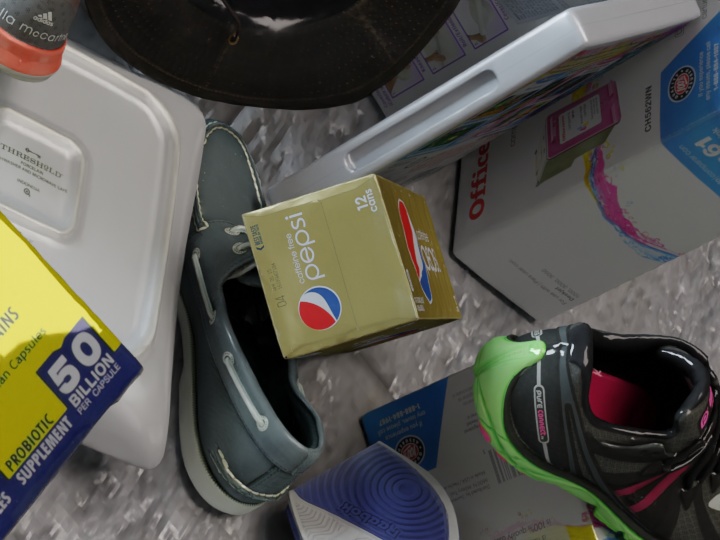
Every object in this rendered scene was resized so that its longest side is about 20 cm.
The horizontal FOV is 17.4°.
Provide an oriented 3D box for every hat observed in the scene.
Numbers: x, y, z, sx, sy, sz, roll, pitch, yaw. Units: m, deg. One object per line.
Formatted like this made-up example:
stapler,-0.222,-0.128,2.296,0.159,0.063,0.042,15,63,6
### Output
hat,-0.041,-0.168,1.083,0.200,0.201,0.081,27,23,-40

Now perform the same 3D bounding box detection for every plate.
plate,-0.150,-0.037,1.017,0.199,0.032,0.201,27,50,-30

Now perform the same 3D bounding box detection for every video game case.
video game case,0.066,-0.086,1.181,0.024,0.181,0.200,61,25,3

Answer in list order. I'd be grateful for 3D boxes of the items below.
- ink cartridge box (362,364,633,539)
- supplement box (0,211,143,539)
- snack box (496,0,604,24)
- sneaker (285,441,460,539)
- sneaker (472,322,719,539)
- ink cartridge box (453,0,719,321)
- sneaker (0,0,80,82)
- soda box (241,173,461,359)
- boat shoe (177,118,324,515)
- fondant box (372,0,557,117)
ink cartridge box,0.089,0.145,1.156,0.067,0.116,0.201,-5,74,-51
supplement box,-0.198,0.009,0.863,0.200,0.109,0.109,49,59,-20
snack box,0.055,-0.191,1.114,0.200,0.072,0.024,44,48,-40
sneaker,0.031,0.187,1.092,0.080,0.116,0.200,-22,54,-29
sneaker,0.141,0.079,1.089,0.199,0.084,0.077,23,54,-37
ink cartridge box,0.151,-0.081,1.298,0.084,0.199,0.145,34,45,-30
sneaker,-0.151,-0.165,1.029,0.077,0.082,0.200,20,29,-38
soda box,0.000,0.000,1.098,0.200,0.064,0.068,9,64,-83
boat shoe,-0.052,0.012,1.105,0.073,0.062,0.201,18,55,-41
fondant box,0.103,-0.168,1.288,0.058,0.199,0.144,56,37,-6
